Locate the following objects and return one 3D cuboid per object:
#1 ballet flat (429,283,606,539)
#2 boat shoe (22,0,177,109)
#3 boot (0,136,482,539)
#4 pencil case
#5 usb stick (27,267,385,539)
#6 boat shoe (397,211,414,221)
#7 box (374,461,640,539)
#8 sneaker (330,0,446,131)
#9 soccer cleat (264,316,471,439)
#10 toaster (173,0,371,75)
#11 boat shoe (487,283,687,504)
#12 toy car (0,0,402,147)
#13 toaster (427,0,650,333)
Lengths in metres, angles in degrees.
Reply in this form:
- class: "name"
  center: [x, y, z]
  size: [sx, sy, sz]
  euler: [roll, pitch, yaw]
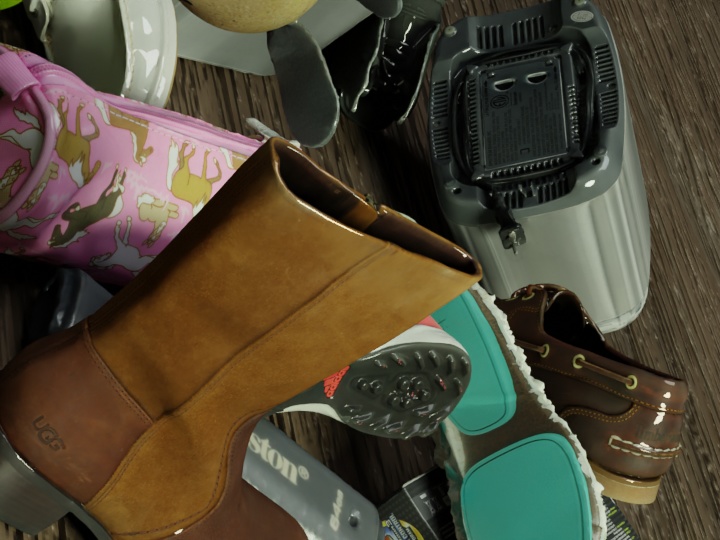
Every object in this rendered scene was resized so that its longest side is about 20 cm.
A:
- class: "ballet flat"
  center: [0.072, 0.089, 1.137]
  size: [0.072, 0.072, 0.201]
  euler: [27, 34, -43]
- class: "boat shoe"
  center: [-0.140, -0.145, 1.164]
  size: [0.069, 0.071, 0.201]
  euler: [26, 38, -46]
- class: "boot"
  center: [-0.033, 0.044, 0.947]
  size: [0.188, 0.200, 0.069]
  euler: [35, 29, -33]
- class: "pencil case"
  center: [-0.102, -0.038, 1.064]
  size: [0.199, 0.082, 0.087]
  euler: [14, 82, -51]
- class: "usb stick"
  center: [-0.064, 0.072, 1.059]
  size: [0.200, 0.033, 0.056]
  euler: [41, 26, -25]
- class: "boat shoe"
  center: [0.000, 0.000, 1.232]
  size: [0.072, 0.062, 0.200]
  euler: [54, 23, 3]
- class: "box"
  center: [0.087, 0.160, 1.195]
  size: [0.161, 0.044, 0.200]
  euler: [56, 25, 6]
- class: "sneaker"
  center: [0.009, -0.131, 1.423]
  size: [0.060, 0.105, 0.200]
  euler: [19, -3, -11]
- class: "soccer cleat"
  center: [-0.036, 0.025, 1.070]
  size: [0.199, 0.068, 0.073]
  euler: [15, 22, -46]
- class: "toaster"
  center: [-0.082, -0.212, 1.303]
  size: [0.199, 0.118, 0.182]
  euler: [5, 51, -59]
- class: "boat shoe"
  center: [0.098, 0.043, 1.248]
  size: [0.070, 0.071, 0.200]
  euler: [1, 22, -37]
- class: "toy car"
  center: [-0.070, -0.147, 1.040]
  size: [0.200, 0.165, 0.157]
  euler: [46, 51, 13]
- class: "toaster"
  center: [0.106, -0.049, 1.386]
  size: [0.201, 0.113, 0.130]
  euler: [-92, 165, -45]
